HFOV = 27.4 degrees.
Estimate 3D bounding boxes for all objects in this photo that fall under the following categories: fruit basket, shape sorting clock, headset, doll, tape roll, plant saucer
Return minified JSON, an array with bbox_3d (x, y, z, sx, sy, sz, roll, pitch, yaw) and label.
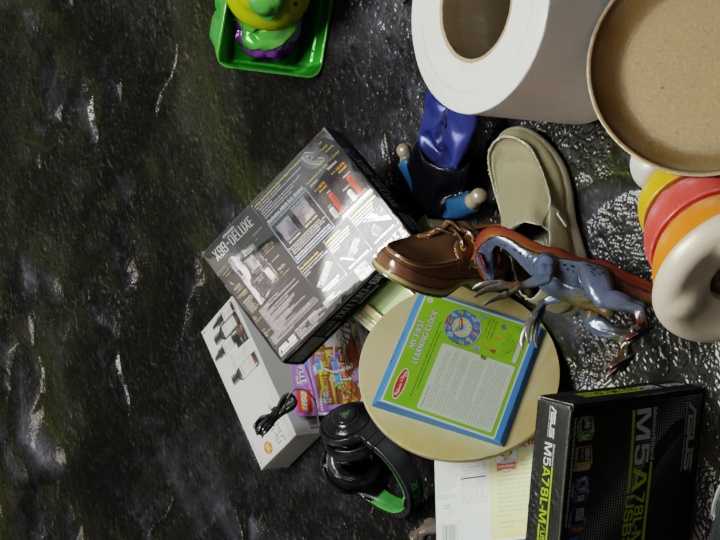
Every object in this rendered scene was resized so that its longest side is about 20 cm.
[{"bbox_3d":[-0.092,-0.321,1.663,0.215,0.155,0.217,-11,77,61],"label":"fruit basket"},{"bbox_3d":[0.097,0.101,1.465,0.200,0.199,0.039,58,163,29],"label":"shape sorting clock"},{"bbox_3d":[-0.021,0.202,1.625,0.200,0.094,0.124,37,149,27],"label":"headset"},{"bbox_3d":[0.087,-0.109,1.526,0.136,0.048,0.201,40,133,39],"label":"doll"},{"bbox_3d":[0.160,-0.242,1.387,0.202,0.139,0.204,-1,88,55],"label":"tape roll"},{"bbox_3d":[0.298,-0.176,1.283,0.199,0.035,0.201,-3,80,17],"label":"plant saucer"}]

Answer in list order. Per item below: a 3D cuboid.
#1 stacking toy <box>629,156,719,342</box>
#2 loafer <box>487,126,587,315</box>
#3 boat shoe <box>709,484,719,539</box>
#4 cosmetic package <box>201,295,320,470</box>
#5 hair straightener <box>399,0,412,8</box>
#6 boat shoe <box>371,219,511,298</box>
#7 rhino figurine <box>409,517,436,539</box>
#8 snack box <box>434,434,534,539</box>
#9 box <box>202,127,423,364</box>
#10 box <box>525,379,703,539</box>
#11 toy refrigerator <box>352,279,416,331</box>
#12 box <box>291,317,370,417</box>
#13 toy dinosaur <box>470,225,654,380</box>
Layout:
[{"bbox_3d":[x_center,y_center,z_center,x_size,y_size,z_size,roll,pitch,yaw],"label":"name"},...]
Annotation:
[{"bbox_3d":[0.294,-0.048,1.303,0.146,0.146,0.200,-59,32,30],"label":"stacking toy"},{"bbox_3d":[0.170,-0.052,1.452,0.076,0.068,0.201,-35,66,41],"label":"loafer"},{"bbox_3d":[0.342,0.214,1.282,0.060,0.075,0.201,-87,11,-58],"label":"boat shoe"},{"bbox_3d":[-0.121,0.133,1.788,0.083,0.051,0.200,-49,57,38],"label":"cosmetic package"},{"bbox_3d":[0.076,-0.294,1.540,0.041,0.077,0.201,-20,76,46],"label":"hair straightener"},{"bbox_3d":[0.085,-0.019,1.451,0.072,0.200,0.068,37,113,31],"label":"boat shoe"},{"bbox_3d":[0.138,0.317,1.501,0.087,0.060,0.200,-45,58,12],"label":"rhino figurine"},{"bbox_3d":[0.163,0.208,1.448,0.199,0.037,0.117,-13,69,36],"label":"snack box"},{"bbox_3d":[-0.050,-0.024,1.556,0.200,0.050,0.158,-45,68,16],"label":"box"},{"bbox_3d":[0.224,0.204,1.311,0.047,0.193,0.201,11,99,49],"label":"box"},{"bbox_3d":[0.000,0.000,1.593,0.200,0.070,0.076,40,106,22],"label":"toy refrigerator"},{"bbox_3d":[-0.026,0.065,1.690,0.137,0.039,0.201,-8,85,46],"label":"box"},{"bbox_3d":[0.194,0.013,1.380,0.182,0.200,0.105,54,162,26],"label":"toy dinosaur"}]
